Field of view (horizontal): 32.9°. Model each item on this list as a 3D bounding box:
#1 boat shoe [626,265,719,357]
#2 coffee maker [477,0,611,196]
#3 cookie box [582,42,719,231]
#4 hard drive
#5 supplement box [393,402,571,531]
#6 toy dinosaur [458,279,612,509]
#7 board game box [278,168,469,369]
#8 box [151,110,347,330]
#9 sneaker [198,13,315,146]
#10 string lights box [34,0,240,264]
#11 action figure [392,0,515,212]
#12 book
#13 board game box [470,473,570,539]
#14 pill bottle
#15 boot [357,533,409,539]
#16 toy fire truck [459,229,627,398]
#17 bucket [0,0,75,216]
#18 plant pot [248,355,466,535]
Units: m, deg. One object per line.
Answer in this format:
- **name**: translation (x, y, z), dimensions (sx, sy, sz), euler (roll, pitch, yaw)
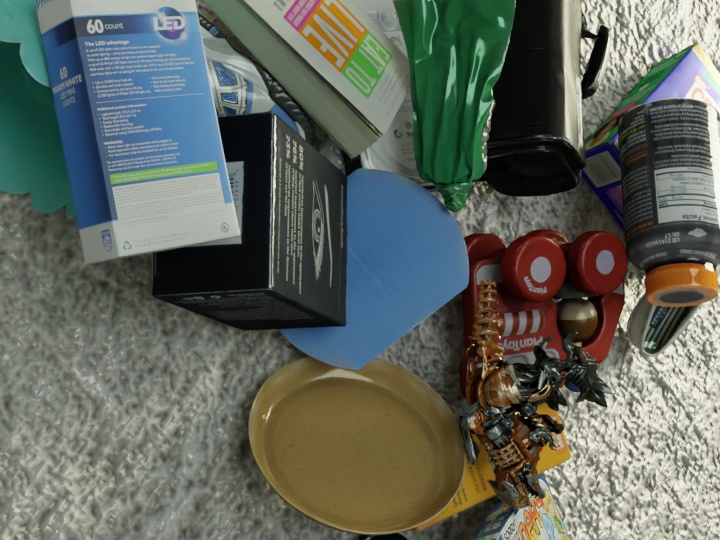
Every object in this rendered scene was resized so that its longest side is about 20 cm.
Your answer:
- **boat shoe**: translation (0.355, 0.007, 1.306), dimensions (0.074, 0.067, 0.200), euler (20, 106, -5)
- **coffee maker**: translation (0.154, -0.195, 1.228), dimensions (0.192, 0.135, 0.200), euler (22, 62, -39)
- **cookie box**: translation (0.360, -0.131, 1.394), dimensions (0.171, 0.075, 0.200), euler (50, 60, -12)
- **hard drive**: translation (0.037, -0.177, 1.239), dimensions (0.140, 0.038, 0.200), euler (-8, 83, -32)
- **supplement box**: translation (0.108, 0.187, 1.185), dimensions (0.200, 0.069, 0.067), euler (-19, 90, -33)
- **toy dinosaur**: translation (0.147, 0.113, 1.125), dimensions (0.136, 0.102, 0.200), euler (-13, 109, -25)
- **board game box**: translation (0.000, 0.000, 1.163), dimensions (0.200, 0.039, 0.158), euler (-37, 76, -13)
- **box**: translation (-0.087, -0.034, 1.036), dimensions (0.200, 0.104, 0.148), euler (37, 52, -70)
- **sneaker**: translation (-0.128, -0.168, 1.132), dimensions (0.200, 0.076, 0.077), euler (37, 89, -21)
- **string lights box**: translation (-0.161, -0.112, 0.882), dimensions (0.103, 0.059, 0.200), euler (-11, 92, -37)
- **action figure**: translation (0.088, -0.155, 1.152), dimensions (0.055, 0.118, 0.200), euler (-11, 103, -66)
- **book**: translation (-0.041, -0.220, 1.144), dimensions (0.200, 0.048, 0.134), euler (43, 43, -16)
- **board game box**: translation (0.161, 0.283, 1.149), dimensions (0.135, 0.034, 0.200), euler (67, 22, -2)
- **pill bottle**: translation (0.321, -0.066, 1.244), dimensions (0.106, 0.106, 0.200), euler (11, 69, -28)
- **boot**: translation (0.076, 0.324, 1.077), dimensions (0.073, 0.162, 0.198), euler (-27, 94, -20)
- **toy fire truck**: translation (0.185, 0.044, 1.242), dimensions (0.200, 0.112, 0.168), euler (-4, 95, -30)
- **bucket**: translation (-0.249, -0.162, 0.981), dimensions (0.207, 0.207, 0.135), euler (47, 57, -13)
- **plant pot**: translation (-0.004, 0.157, 1.098), dimensions (0.200, 0.027, 0.200), euler (10, 44, -10)
